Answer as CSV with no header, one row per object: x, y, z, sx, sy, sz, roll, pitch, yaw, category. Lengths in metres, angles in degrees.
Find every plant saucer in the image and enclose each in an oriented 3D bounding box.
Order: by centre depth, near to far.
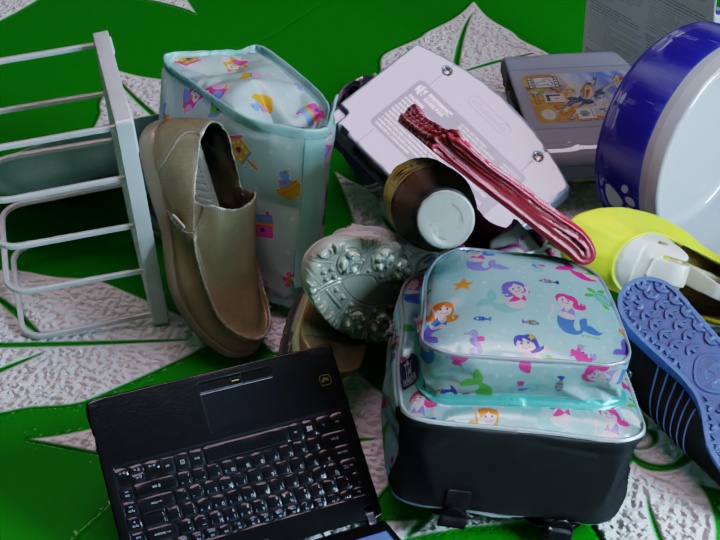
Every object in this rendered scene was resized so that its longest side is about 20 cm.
-0.249,-0.096,1.278,0.200,0.039,0.201,-17,2,0,plant saucer

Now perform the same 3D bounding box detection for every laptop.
-0.062,0.146,0.890,0.177,0.103,0.201,-12,74,-19,laptop

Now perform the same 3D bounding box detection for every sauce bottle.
0.053,-0.047,1.030,0.064,0.065,0.200,-3,8,-4,sauce bottle

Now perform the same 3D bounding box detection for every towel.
0.098,-0.068,1.044,0.144,0.023,0.200,37,6,-12,towel

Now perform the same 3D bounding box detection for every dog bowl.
0.298,-0.108,1.199,0.200,0.201,0.079,-21,35,-29,dog bowl

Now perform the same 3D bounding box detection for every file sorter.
-0.238,-0.063,1.130,0.124,0.201,0.139,-12,40,-9,file sorter

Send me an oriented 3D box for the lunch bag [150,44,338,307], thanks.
-0.086,-0.080,1.186,0.122,0.171,0.200,-12,33,-33,lunch bag

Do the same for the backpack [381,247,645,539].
0.101,0.069,0.983,0.177,0.151,0.200,5,26,-2,backpack

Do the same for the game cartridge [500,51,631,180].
0.215,-0.154,1.351,0.133,0.042,0.200,-7,36,-1,game cartridge

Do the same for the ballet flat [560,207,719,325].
0.249,0.003,1.089,0.199,0.067,0.067,20,11,-24,ballet flat

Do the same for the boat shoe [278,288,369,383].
-0.028,0.044,1.087,0.072,0.066,0.201,39,22,-8,boat shoe

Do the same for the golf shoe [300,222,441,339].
0.000,0.000,1.060,0.097,0.078,0.200,33,10,31,golf shoe

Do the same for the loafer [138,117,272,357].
-0.115,-0.029,1.097,0.067,0.201,0.076,-20,2,38,loafer

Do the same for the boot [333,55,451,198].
0.032,-0.166,1.352,0.073,0.090,0.200,-24,30,38,boot

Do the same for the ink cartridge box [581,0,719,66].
0.298,-0.241,1.406,0.043,0.201,0.196,-17,37,-24,ink cartridge box

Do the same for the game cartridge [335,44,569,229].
0.082,-0.105,1.246,0.133,0.040,0.200,-40,73,-13,game cartridge

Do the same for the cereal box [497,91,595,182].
0.170,-0.134,1.389,0.199,0.040,0.144,-4,33,-6,cereal box

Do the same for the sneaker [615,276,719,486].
0.246,0.098,1.000,0.070,0.078,0.200,-25,64,-12,sneaker

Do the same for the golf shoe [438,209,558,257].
0.139,0.014,1.114,0.200,0.092,0.075,22,37,28,golf shoe
